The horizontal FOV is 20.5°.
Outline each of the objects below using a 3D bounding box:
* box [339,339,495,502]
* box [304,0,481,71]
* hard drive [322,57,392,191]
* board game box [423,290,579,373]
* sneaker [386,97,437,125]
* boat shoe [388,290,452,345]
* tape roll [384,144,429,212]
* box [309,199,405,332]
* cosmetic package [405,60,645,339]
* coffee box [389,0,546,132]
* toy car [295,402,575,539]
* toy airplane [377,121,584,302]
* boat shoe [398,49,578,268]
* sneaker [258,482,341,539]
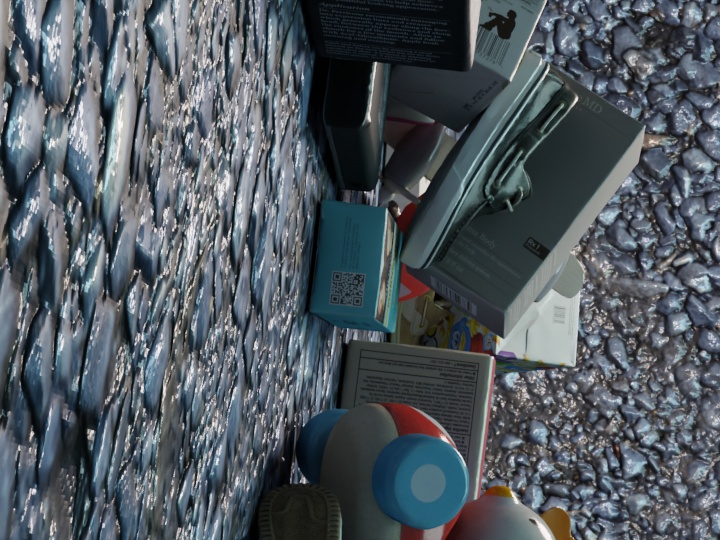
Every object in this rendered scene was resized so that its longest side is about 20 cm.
[{"bbox_3d":[0.044,0.166,1.724,0.109,0.128,0.200,48,49,-83],"label":"box"},{"bbox_3d":[0.025,-0.230,1.223,0.200,0.107,0.149,80,17,-73],"label":"box"},{"bbox_3d":[0.002,-0.145,1.415,0.200,0.033,0.140,79,18,-80],"label":"hard drive"},{"bbox_3d":[0.141,0.054,2.181,0.200,0.103,0.105,-13,-109,62],"label":"board game box"},{"bbox_3d":[0.053,-0.195,1.663,0.200,0.081,0.088,-74,170,-63],"label":"sneaker"},{"bbox_3d":[0.068,0.030,2.115,0.074,0.066,0.200,-77,172,-50],"label":"boat shoe"},{"bbox_3d":[0.053,-0.139,1.947,0.203,0.037,0.203,7,90,-85],"label":"tape roll"},{"bbox_3d":[0.000,0.000,1.506,0.200,0.049,0.082,42,54,-83],"label":"box"},{"bbox_3d":[0.133,-0.057,1.615,0.200,0.107,0.090,-54,167,-11],"label":"cosmetic package"},{"bbox_3d":[0.098,-0.224,1.549,0.200,0.080,0.113,-66,-170,-24],"label":"coffee box"},{"bbox_3d":[0.071,0.185,1.382,0.184,0.200,0.177,-173,-91,-68],"label":"toy car"},{"bbox_3d":[0.102,-0.054,1.718,0.141,0.200,0.199,-98,-172,-59],"label":"toy airplane"},{"bbox_3d":[0.104,-0.077,1.542,0.200,0.071,0.072,-57,-174,-11],"label":"boat shoe"},{"bbox_3d":[-0.043,0.229,1.231,0.200,0.070,0.109,-79,171,-63],"label":"sneaker"}]
